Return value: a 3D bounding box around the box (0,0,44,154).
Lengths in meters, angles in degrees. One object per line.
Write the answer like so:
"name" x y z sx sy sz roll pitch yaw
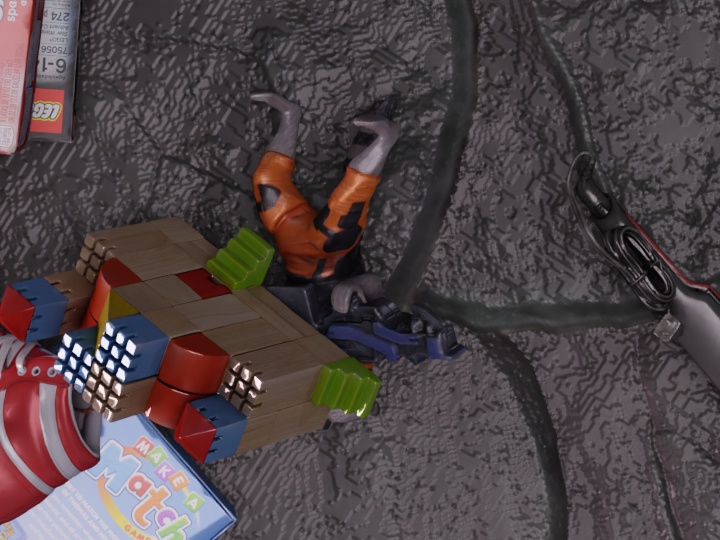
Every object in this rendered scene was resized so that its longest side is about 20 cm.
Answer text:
"box" -0.223 -0.170 1.279 0.095 0.100 0.200 7 96 -6

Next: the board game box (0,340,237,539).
"board game box" -0.198 0.156 1.388 0.200 0.037 0.151 -40 96 1

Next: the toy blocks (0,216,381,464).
"toy blocks" -0.108 0.040 1.285 0.200 0.137 0.100 38 121 28

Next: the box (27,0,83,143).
"box" -0.263 -0.150 1.348 0.200 0.040 0.137 3 97 -5

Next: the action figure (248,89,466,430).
"action figure" 0.000 0.000 1.346 0.200 0.105 0.194 12 107 37

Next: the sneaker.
"sneaker" -0.218 0.043 1.335 0.112 0.071 0.200 -27 79 9

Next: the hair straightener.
"hair straightener" 0.190 0.011 1.382 0.041 0.077 0.200 -35 99 16
